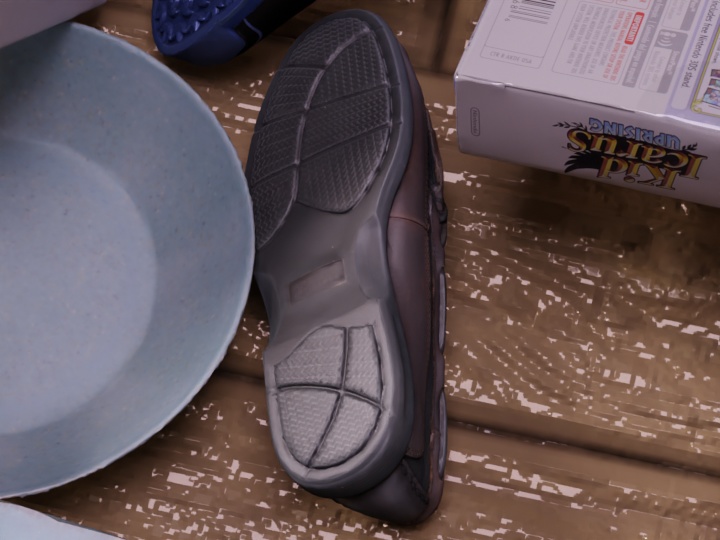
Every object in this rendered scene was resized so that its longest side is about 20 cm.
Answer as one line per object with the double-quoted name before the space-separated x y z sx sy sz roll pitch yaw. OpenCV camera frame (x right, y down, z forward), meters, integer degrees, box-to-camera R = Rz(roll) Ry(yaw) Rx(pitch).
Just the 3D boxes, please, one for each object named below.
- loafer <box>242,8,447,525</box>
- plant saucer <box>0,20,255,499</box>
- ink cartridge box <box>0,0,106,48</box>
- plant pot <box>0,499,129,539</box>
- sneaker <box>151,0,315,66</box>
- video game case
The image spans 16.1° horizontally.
"loafer" 0.000 0.000 0.931 0.072 0.063 0.201 -17 55 26
"plant saucer" -0.138 -0.001 0.933 0.200 0.039 0.202 0 62 -1
"ink cartridge box" -0.196 -0.173 0.927 0.199 0.145 0.145 13 107 10
"plant pot" -0.079 0.199 0.778 0.141 0.141 0.201 16 70 8
"sneaker" 0.004 -0.140 0.955 0.078 0.200 0.070 22 39 -36
"video game case" 0.149 -0.106 0.914 0.181 0.046 0.200 12 52 16
